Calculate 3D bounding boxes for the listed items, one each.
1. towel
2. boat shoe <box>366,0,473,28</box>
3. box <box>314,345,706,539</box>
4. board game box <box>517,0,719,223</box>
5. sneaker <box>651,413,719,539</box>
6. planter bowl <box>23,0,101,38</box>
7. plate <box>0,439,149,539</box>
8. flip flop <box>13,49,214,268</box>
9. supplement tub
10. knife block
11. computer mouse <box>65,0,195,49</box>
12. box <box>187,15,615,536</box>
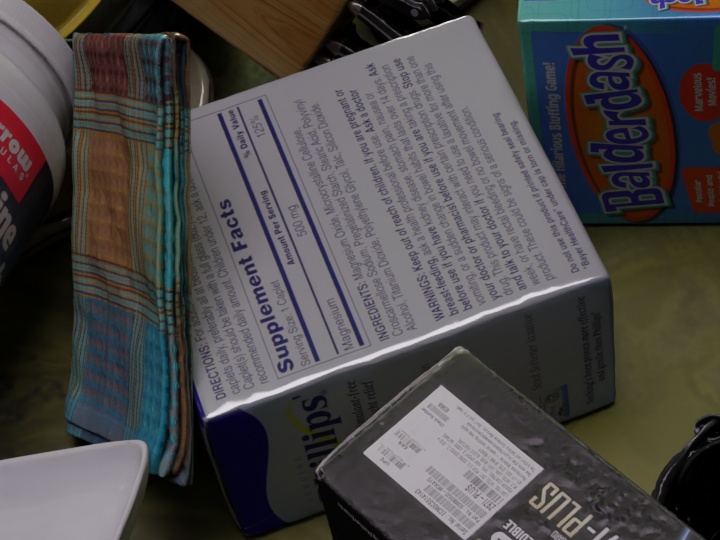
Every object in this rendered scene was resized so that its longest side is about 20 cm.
[{"bbox_3d":[-0.111,-0.010,0.994,0.022,0.201,0.146,-3,7,-25],"label":"towel"},{"bbox_3d":[0.064,-0.225,1.222,0.074,0.075,0.203,25,60,27],"label":"boat shoe"},{"bbox_3d":[0.086,0.154,0.864,0.086,0.164,0.200,-39,56,-20],"label":"box"},{"bbox_3d":[0.182,-0.086,1.043,0.199,0.152,0.045,0,52,11],"label":"board game box"},{"bbox_3d":[0.186,0.081,0.944,0.070,0.099,0.200,17,56,24],"label":"sneaker"},{"bbox_3d":[-0.215,-0.209,1.113,0.199,0.083,0.202,-7,75,25],"label":"planter bowl"},{"bbox_3d":[-0.187,0.176,0.944,0.199,0.032,0.200,-11,49,34],"label":"plate"},{"bbox_3d":[-0.165,-0.062,1.148,0.199,0.058,0.081,-30,53,-13],"label":"flip flop"},{"bbox_3d":[-0.229,-0.036,1.031,0.140,0.141,0.201,13,56,20],"label":"supplement tub"},{"bbox_3d":[-0.039,-0.143,1.144,0.199,0.176,0.064,-3,28,29],"label":"knife block"},{"bbox_3d":[-0.132,-0.158,1.183,0.138,0.053,0.200,13,36,27],"label":"computer mouse"},{"bbox_3d":[0.000,0.000,1.038,0.199,0.105,0.185,-19,52,-5],"label":"box"}]
